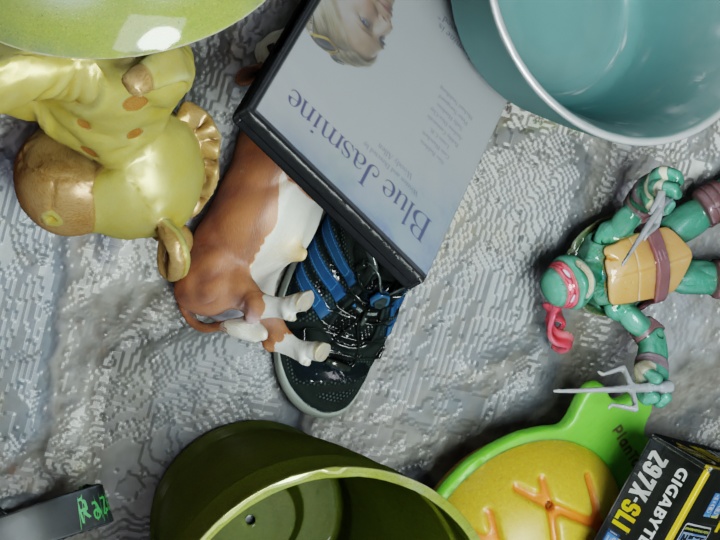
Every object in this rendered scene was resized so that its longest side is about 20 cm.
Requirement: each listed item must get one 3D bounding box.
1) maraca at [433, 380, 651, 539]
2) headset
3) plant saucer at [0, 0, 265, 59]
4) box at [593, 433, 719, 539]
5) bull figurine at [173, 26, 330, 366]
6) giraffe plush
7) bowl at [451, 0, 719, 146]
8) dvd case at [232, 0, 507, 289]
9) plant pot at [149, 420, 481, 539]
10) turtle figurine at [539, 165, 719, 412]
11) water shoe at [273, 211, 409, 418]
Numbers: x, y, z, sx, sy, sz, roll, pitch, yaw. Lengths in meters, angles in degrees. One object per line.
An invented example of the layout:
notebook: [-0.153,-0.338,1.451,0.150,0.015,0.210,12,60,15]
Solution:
maraca: [0.116,0.156,1.421,0.200,0.107,0.137,-38,121,-9]
headset: [-0.246,0.155,1.308,0.199,0.123,0.094,-21,86,7]
plant saucer: [-0.133,-0.188,1.199,0.199,0.200,0.031,-16,136,-13]
box: [0.199,0.191,1.430,0.160,0.049,0.200,-63,152,4]
bull figurine: [-0.042,-0.045,1.320,0.065,0.121,0.201,5,114,-51]
giraffe plush: [-0.144,-0.087,1.245,0.199,0.173,0.163,7,132,16]
bowl: [0.133,-0.166,1.320,0.200,0.105,0.202,3,84,-28]
dvd case: [0.015,-0.102,1.286,0.143,0.018,0.200,44,45,-18]
plant pot: [-0.044,0.178,1.328,0.199,0.193,0.201,-5,107,-17]
turtle figurine: [0.185,-0.004,1.404,0.199,0.101,0.150,-19,119,-26]
water shoe: [0.000,0.000,1.355,0.071,0.079,0.201,12,101,-20]
